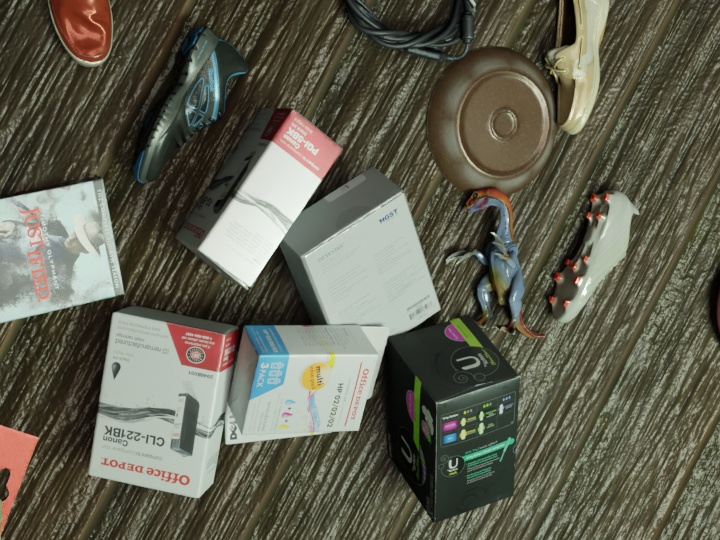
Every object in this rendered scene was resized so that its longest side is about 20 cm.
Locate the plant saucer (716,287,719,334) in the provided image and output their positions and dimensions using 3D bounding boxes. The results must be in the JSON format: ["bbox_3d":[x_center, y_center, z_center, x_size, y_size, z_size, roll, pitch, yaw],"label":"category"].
[{"bbox_3d":[0.608,0.050,1.884,0.197,0.051,0.204,-4,100,-21],"label":"plant saucer"}]

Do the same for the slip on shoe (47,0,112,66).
[{"bbox_3d":[-0.323,-0.337,1.455,0.073,0.061,0.204,-8,102,-22],"label":"slip on shoe"}]

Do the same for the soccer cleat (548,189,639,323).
[{"bbox_3d":[0.329,-0.014,1.758,0.077,0.069,0.203,26,85,-26],"label":"soccer cleat"}]

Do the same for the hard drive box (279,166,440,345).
[{"bbox_3d":[0.000,0.000,1.586,0.155,0.077,0.202,-32,131,-15],"label":"hard drive box"}]

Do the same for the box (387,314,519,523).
[{"bbox_3d":[0.117,0.189,1.628,0.122,0.149,0.203,-15,125,-19],"label":"box"}]

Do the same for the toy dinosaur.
[{"bbox_3d":[0.183,-0.012,1.710,0.199,0.104,0.185,15,86,-56],"label":"toy dinosaur"}]

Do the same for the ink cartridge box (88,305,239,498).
[{"bbox_3d":[-0.237,0.157,1.524,0.142,0.084,0.204,10,96,5],"label":"ink cartridge box"}]

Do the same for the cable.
[{"bbox_3d":[0.066,-0.359,1.609,0.197,0.051,0.166,11,94,-22],"label":"cable"}]

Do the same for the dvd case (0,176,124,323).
[{"bbox_3d":[-0.390,-0.020,1.498,0.197,0.022,0.149,-13,102,-20],"label":"dvd case"}]

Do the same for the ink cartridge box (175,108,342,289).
[{"bbox_3d":[-0.126,-0.091,1.522,0.082,0.147,0.201,36,84,-20],"label":"ink cartridge box"}]

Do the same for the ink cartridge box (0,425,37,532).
[{"bbox_3d":[-0.498,0.243,1.481,0.198,0.057,0.165,22,90,-18],"label":"ink cartridge box"}]

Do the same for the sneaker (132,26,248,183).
[{"bbox_3d":[-0.205,-0.188,1.517,0.081,0.073,0.202,29,88,-24],"label":"sneaker"}]

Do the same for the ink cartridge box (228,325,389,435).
[{"bbox_3d":[-0.052,0.132,1.543,0.197,0.068,0.117,1,120,-26],"label":"ink cartridge box"}]

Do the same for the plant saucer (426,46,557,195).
[{"bbox_3d":[0.185,-0.196,1.689,0.197,0.037,0.204,-3,99,-22],"label":"plant saucer"}]

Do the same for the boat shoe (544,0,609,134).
[{"bbox_3d":[0.281,-0.287,1.696,0.068,0.074,0.204,10,85,-21],"label":"boat shoe"}]

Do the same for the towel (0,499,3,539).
[{"bbox_3d":[-0.492,0.354,1.484,0.146,0.036,0.203,-9,116,-30],"label":"towel"}]

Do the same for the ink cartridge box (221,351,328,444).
[{"bbox_3d":[-0.135,0.158,1.603,0.197,0.059,0.106,-3,99,-21],"label":"ink cartridge box"}]
